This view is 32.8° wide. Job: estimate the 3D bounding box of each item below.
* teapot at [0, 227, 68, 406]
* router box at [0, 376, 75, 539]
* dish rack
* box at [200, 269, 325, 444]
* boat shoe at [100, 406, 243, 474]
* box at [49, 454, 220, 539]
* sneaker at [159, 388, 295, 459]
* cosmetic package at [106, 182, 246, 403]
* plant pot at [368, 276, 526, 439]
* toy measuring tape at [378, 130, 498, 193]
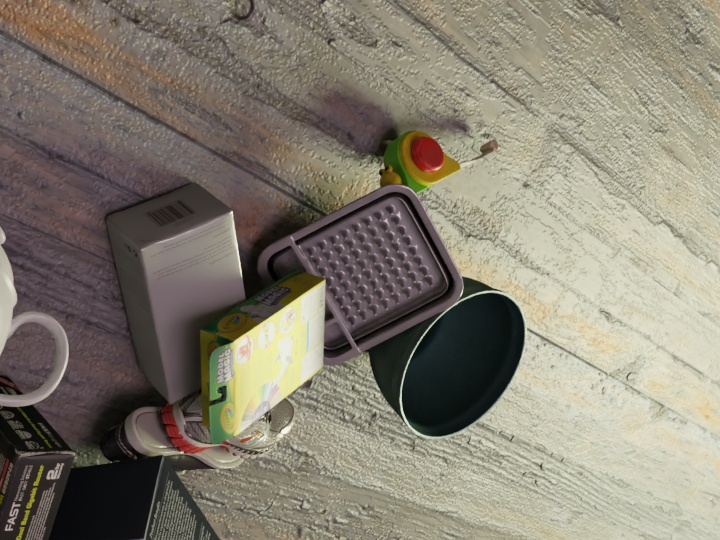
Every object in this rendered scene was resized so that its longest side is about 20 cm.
[{"bbox_3d":[-0.363,0.012,1.050,0.146,0.197,0.201,-42,148,-29],"label":"teapot"},{"bbox_3d":[-0.363,0.224,1.196,0.062,0.150,0.201,5,112,-44],"label":"router box"},{"bbox_3d":[0.000,0.000,1.384,0.199,0.044,0.172,-27,114,8],"label":"dish rack"},{"bbox_3d":[-0.108,0.090,1.291,0.200,0.048,0.118,-36,135,-54],"label":"box"},{"bbox_3d":[-0.207,0.196,1.375,0.060,0.074,0.200,-28,159,25],"label":"boat shoe"},{"bbox_3d":[-0.249,0.308,1.328,0.147,0.108,0.201,-10,133,15],"label":"box"},{"bbox_3d":[-0.131,0.165,1.377,0.082,0.078,0.200,-32,162,25],"label":"sneaker"},{"bbox_3d":[-0.185,0.025,1.280,0.112,0.081,0.201,-24,130,-29],"label":"cosmetic package"},{"bbox_3d":[0.087,0.086,1.509,0.199,0.134,0.202,-21,128,-30],"label":"plant pot"},{"bbox_3d":[0.086,-0.139,1.431,0.200,0.073,0.074,-30,133,-42],"label":"toy measuring tape"}]
